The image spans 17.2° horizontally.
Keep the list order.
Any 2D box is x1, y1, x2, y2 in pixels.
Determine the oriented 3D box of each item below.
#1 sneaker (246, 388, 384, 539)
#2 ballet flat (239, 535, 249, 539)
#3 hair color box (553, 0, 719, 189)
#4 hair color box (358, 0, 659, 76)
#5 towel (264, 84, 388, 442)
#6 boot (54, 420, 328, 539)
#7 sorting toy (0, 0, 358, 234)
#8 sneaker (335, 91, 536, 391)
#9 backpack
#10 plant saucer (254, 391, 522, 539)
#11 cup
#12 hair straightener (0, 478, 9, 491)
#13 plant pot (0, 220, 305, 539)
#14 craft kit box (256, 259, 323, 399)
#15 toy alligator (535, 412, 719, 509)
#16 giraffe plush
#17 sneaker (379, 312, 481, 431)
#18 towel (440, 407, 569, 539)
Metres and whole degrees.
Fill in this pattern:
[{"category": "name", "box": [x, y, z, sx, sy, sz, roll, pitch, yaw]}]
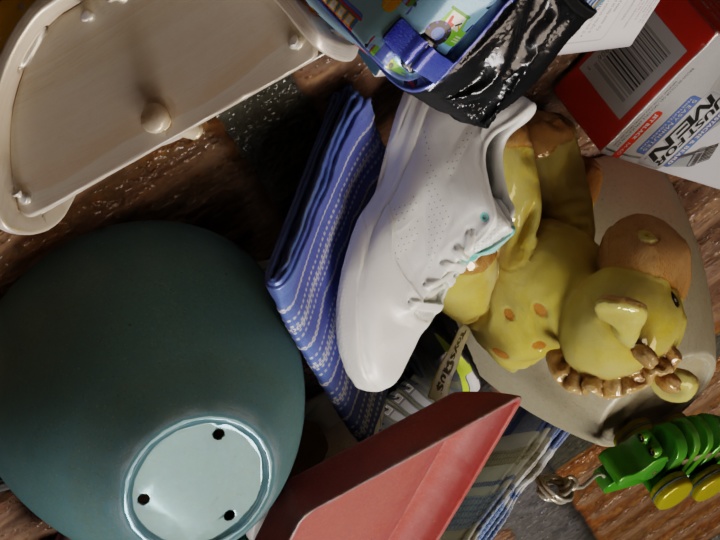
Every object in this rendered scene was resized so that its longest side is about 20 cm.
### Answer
[{"category": "sneaker", "box": [-0.015, 0.152, 1.618, 0.075, 0.100, 0.201, -15, 146, -29]}, {"category": "ballet flat", "box": [-0.147, 0.214, 1.705, 0.199, 0.068, 0.068, -14, 160, -34]}, {"category": "hair color box", "box": [0.229, -0.120, 1.574, 0.111, 0.064, 0.200, -47, 151, 22]}, {"category": "hair color box", "box": [0.089, -0.172, 1.340, 0.199, 0.061, 0.100, -11, 145, -38]}, {"category": "towel", "box": [0.000, 0.000, 1.442, 0.200, 0.024, 0.145, 62, 43, -54]}, {"category": "boot", "box": [-0.120, 0.173, 1.573, 0.199, 0.070, 0.147, -15, 148, -16]}, {"category": "sorting toy", "box": [-0.084, -0.107, 1.226, 0.199, 0.107, 0.180, -27, 169, 20]}, {"category": "sneaker", "box": [0.048, -0.019, 1.411, 0.075, 0.088, 0.201, 12, 95, -67]}, {"category": "backpack", "box": [0.057, -0.196, 1.138, 0.200, 0.183, 0.134, -44, 157, 14]}, {"category": "plant saucer", "box": [-0.007, 0.164, 1.504, 0.199, 0.037, 0.200, -26, 153, -40]}, {"category": "cup", "box": [0.170, 0.038, 1.677, 0.199, 0.144, 0.201, -26, 152, -15]}, {"category": "hair straightener", "box": [-0.167, 0.117, 1.477, 0.199, 0.041, 0.077, -11, 120, -14]}, {"category": "plant pot", "box": [-0.114, 0.090, 1.376, 0.199, 0.135, 0.201, -10, 119, -19]}, {"category": "craft kit box", "box": [-0.083, 0.070, 1.566, 0.199, 0.049, 0.198, -12, 143, -37]}, {"category": "toy alligator", "box": [0.202, 0.126, 1.631, 0.199, 0.059, 0.054, -5, 141, -44]}, {"category": "giraffe plush", "box": [0.136, 0.010, 1.496, 0.172, 0.162, 0.201, -1, 105, -51]}, {"category": "sneaker", "box": [0.032, 0.074, 1.645, 0.081, 0.074, 0.200, -21, 160, -10]}, {"category": "towel", "box": [0.067, 0.170, 1.743, 0.147, 0.024, 0.200, -14, -149, 51]}]
